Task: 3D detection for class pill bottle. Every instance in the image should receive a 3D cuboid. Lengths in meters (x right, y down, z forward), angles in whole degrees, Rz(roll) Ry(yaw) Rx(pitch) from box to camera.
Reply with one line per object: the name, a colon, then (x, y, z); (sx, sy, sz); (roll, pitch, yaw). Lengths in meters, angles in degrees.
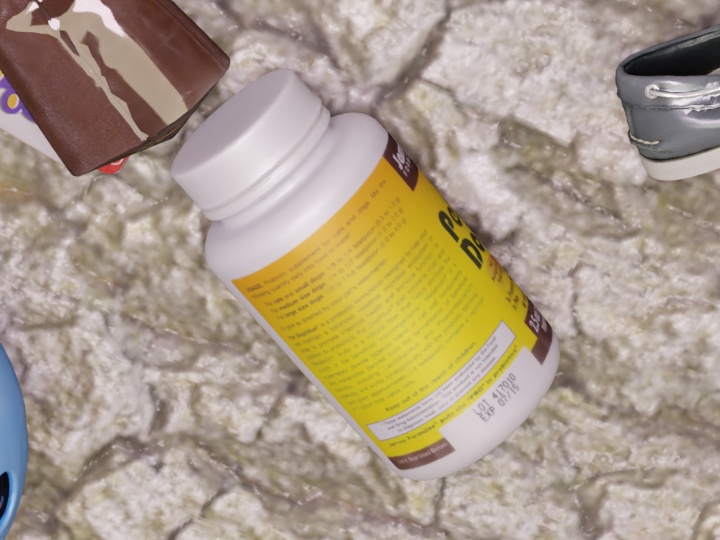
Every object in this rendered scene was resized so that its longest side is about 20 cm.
pill bottle: (0.000, 0.000, 1.222); (0.109, 0.109, 0.200); (-36, 109, 17)

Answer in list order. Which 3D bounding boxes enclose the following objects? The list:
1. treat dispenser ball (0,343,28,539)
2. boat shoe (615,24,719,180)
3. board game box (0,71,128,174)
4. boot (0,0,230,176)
treat dispenser ball: (-0.264, 0.087, 1.222); (0.201, 0.201, 0.201); (1, 114, 2)
boat shoe: (0.216, -0.107, 1.186); (0.200, 0.073, 0.062); (-23, 115, 17)
board game box: (-0.184, -0.128, 1.219); (0.200, 0.030, 0.096); (30, 112, -13)
boot: (-0.184, -0.106, 1.184); (0.186, 0.064, 0.200); (-34, 112, 15)
